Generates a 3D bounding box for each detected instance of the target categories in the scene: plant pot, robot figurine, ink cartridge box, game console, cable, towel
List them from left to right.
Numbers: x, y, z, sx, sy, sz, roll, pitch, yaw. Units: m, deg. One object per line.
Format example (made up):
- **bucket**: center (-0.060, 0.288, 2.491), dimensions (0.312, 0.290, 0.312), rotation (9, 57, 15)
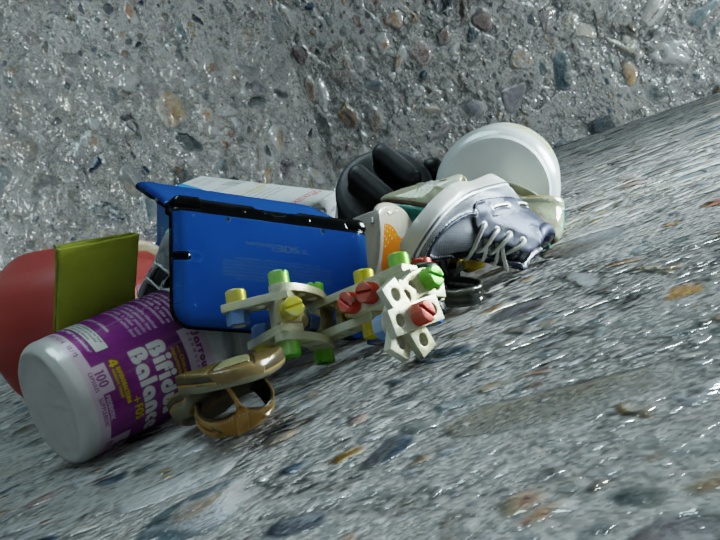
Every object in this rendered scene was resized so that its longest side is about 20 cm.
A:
- **towel**: center (-0.248, 0.063, 0.952), dimensions (0.018, 0.200, 0.086), rotation (26, 28, 37)
- **plant pot**: center (-0.316, 0.052, 1.238), dimensions (0.177, 0.201, 0.200), rotation (-17, 6, 30)
- **ink cartridge box**: center (-0.145, -0.064, 1.341), dimensions (0.199, 0.085, 0.145), rotation (6, 16, 15)
- **game console**: center (-0.105, -0.012, 0.984), dimensions (0.200, 0.171, 0.118), rotation (6, -19, -30)
- **robot figurine**: center (0.034, -0.069, 1.273), dimensions (0.150, 0.125, 0.200), rotation (-6, -28, 0)
- **cable**: center (0.075, 0.000, 0.997), dimensions (0.097, 0.050, 0.200), rotation (0, 5, 6)

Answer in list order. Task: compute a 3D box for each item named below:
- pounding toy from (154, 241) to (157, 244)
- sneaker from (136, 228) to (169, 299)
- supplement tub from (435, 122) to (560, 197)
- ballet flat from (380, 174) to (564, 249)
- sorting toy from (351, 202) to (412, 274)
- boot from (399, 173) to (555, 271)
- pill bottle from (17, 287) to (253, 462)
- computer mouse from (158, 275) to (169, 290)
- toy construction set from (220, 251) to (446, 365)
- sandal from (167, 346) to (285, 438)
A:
- **pounding toy**: center (-0.260, 0.023, 1.508), dimensions (0.142, 0.201, 0.184), rotation (8, -6, -21)
- **sneaker**: center (-0.228, 0.058, 1.085), dimensions (0.078, 0.200, 0.140), rotation (30, 40, 30)
- **supplement tub**: center (0.166, -0.102, 1.229), dimensions (0.145, 0.145, 0.200), rotation (-20, 5, 14)
- **ballet flat**: center (0.123, -0.071, 1.111), dimensions (0.200, 0.062, 0.067), rotation (14, -13, 14)
- **sorting toy**: center (0.000, 0.000, 1.158), dimensions (0.200, 0.107, 0.180), rotation (-20, -4, 33)
- **boot**: center (0.118, -0.036, 0.971), dimensions (0.200, 0.090, 0.073), rotation (-29, -26, -54)
- **pill bottle**: center (-0.192, 0.082, 0.924), dimensions (0.200, 0.113, 0.112), rotation (-26, 7, -38)
- **computer mouse**: center (-0.104, 0.035, 1.042), dimensions (0.199, 0.059, 0.034), rotation (11, -34, -4)
- **toy construction set**: center (-0.006, 0.030, 0.839), dimensions (0.200, 0.092, 0.131), rotation (-5, -10, 44)
- **sandal**: center (-0.099, 0.099, 0.764), dimensions (0.080, 0.054, 0.200), rotation (-17, -11, -22)
